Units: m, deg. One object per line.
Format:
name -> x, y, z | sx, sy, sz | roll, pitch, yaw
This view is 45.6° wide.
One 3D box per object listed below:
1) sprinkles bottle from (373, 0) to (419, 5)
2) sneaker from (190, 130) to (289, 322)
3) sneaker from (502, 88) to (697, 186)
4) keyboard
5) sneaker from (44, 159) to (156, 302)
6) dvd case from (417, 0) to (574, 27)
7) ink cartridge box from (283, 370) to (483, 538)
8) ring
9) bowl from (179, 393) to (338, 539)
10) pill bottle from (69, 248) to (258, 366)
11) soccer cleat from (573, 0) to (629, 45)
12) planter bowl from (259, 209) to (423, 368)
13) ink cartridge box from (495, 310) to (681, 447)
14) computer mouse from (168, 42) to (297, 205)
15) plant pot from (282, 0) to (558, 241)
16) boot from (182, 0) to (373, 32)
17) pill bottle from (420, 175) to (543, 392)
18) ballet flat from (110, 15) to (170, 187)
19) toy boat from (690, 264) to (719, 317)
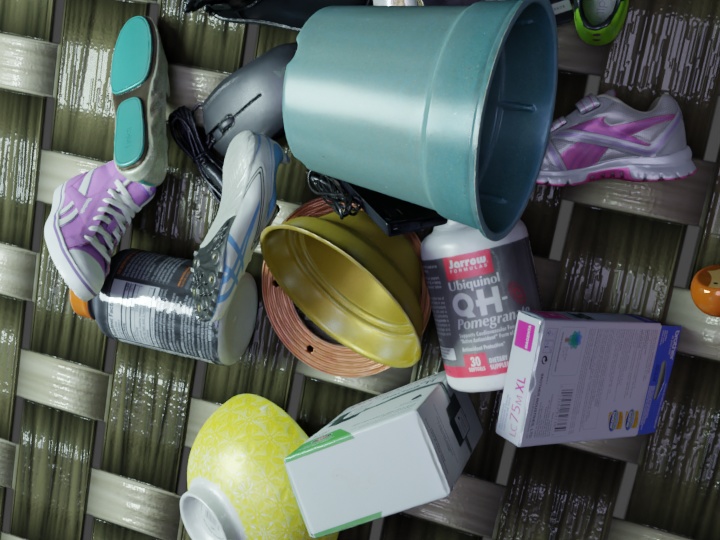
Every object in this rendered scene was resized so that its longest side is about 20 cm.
sprinkles bottle -> 0.051, -0.237, 0.864 | 0.067, 0.068, 0.203 | -8, 95, 17
sneaker -> -0.121, -0.041, 0.880 | 0.071, 0.072, 0.203 | 7, 78, 54
sneaker -> 0.220, -0.128, 0.829 | 0.197, 0.081, 0.090 | -2, 96, 8
keyboard -> -0.005, -0.083, 0.845 | 0.200, 0.103, 0.040 | 49, 137, 45
sneaker -> -0.276, -0.059, 0.929 | 0.113, 0.202, 0.073 | -26, 133, 4
dvd case -> 0.110, -0.317, 0.829 | 0.147, 0.016, 0.203 | -20, 91, -12
ink cartridge box -> 0.031, 0.176, 0.858 | 0.145, 0.200, 0.084 | -23, 88, 17
ring -> -0.015, 0.017, 0.943 | 0.197, 0.019, 0.204 | 2, 99, 16
bowl -> -0.127, 0.245, 0.915 | 0.199, 0.107, 0.203 | 23, 125, 37
pill bottle -> -0.223, 0.035, 0.960 | 0.197, 0.106, 0.108 | 12, 100, 15
soccer cleat -> 0.228, -0.315, 0.795 | 0.066, 0.081, 0.203 | 2, 98, 15
planter bowl -> 0.000, 0.000, 0.861 | 0.199, 0.201, 0.084 | 35, 66, 9
ink cartridge box -> 0.224, 0.102, 0.828 | 0.042, 0.198, 0.121 | 24, 107, 57
computer mouse -> -0.117, -0.168, 0.929 | 0.199, 0.053, 0.139 | -36, 86, 17
plant pot -> 0.049, -0.144, 0.748 | 0.194, 0.200, 0.203 | 13, 101, 25
boot -> -0.098, -0.284, 0.848 | 0.197, 0.168, 0.078 | 5, 99, 15
pill bottle -> 0.121, 0.010, 0.854 | 0.109, 0.111, 0.203 | -11, 94, 17
ballet flat -> -0.242, -0.185, 0.953 | 0.067, 0.062, 0.203 | -10, 68, 22
toy boat -> 0.371, 0.023, 0.794 | 0.130, 0.129, 0.203 | 14, 103, 43
